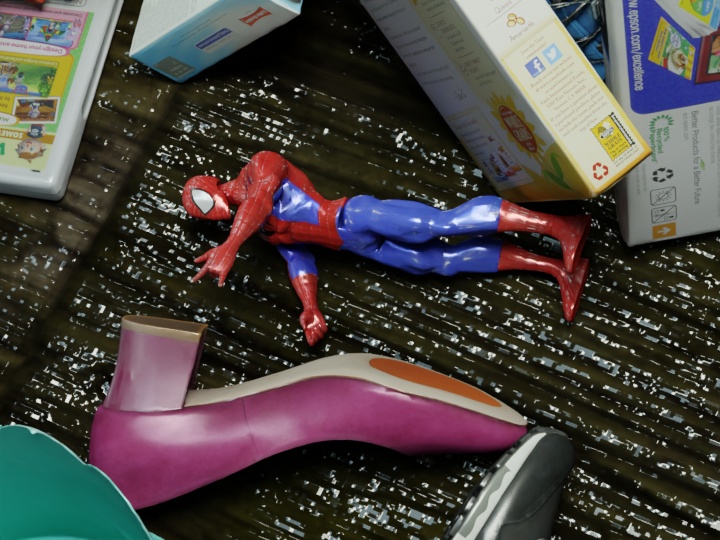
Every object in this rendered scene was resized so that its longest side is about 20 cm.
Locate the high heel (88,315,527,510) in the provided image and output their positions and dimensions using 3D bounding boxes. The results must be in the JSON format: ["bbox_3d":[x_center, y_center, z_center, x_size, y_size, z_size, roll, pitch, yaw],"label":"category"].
[{"bbox_3d":[-0.026,0.085,0.901,0.200,0.067,0.096,11,97,10],"label":"high heel"}]

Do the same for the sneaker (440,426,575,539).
[{"bbox_3d":[0.056,0.168,0.839,0.088,0.076,0.200,30,76,5],"label":"sneaker"}]

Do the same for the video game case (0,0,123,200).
[{"bbox_3d":[-0.231,-0.134,1.041,0.200,0.022,0.182,9,67,12],"label":"video game case"}]

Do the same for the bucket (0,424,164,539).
[{"bbox_3d":[-0.157,0.176,0.821,0.207,0.135,0.207,-3,66,8],"label":"bucket"}]

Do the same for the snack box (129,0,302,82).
[{"bbox_3d":[-0.056,-0.206,1.000,0.037,0.116,0.200,25,64,-29],"label":"snack box"}]

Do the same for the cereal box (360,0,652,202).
[{"bbox_3d":[0.041,-0.121,0.878,0.040,0.144,0.200,-37,99,-8],"label":"cereal box"}]

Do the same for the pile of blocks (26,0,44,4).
[{"bbox_3d":[-0.190,-0.161,0.993,0.200,0.082,0.062,-19,104,3],"label":"pile of blocks"}]

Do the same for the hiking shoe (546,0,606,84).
[{"bbox_3d":[0.098,-0.124,0.920,0.200,0.087,0.074,39,95,-4],"label":"hiking shoe"}]

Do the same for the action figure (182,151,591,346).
[{"bbox_3d":[0.000,0.000,0.915,0.200,0.065,0.099,14,56,15],"label":"action figure"}]

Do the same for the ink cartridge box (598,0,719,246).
[{"bbox_3d":[0.208,-0.099,0.857,0.200,0.198,0.047,-12,50,2],"label":"ink cartridge box"}]
